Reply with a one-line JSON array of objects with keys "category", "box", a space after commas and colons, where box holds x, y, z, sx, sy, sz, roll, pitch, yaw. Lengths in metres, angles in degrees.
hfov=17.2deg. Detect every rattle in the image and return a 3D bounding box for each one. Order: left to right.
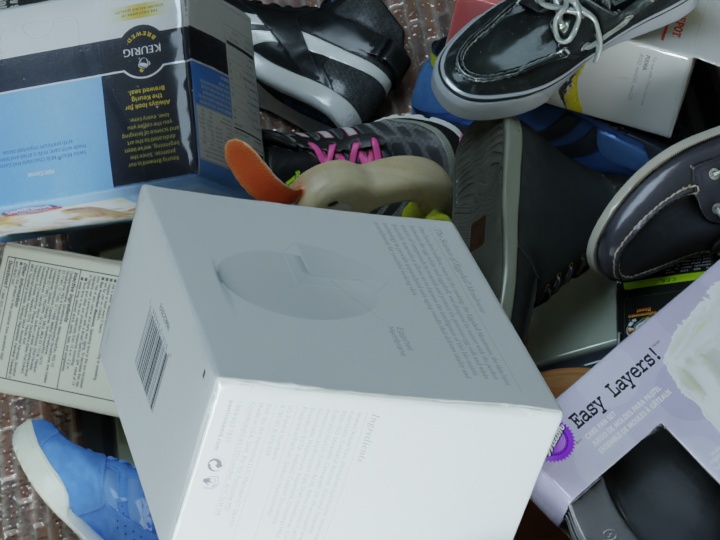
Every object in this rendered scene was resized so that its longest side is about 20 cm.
[{"category": "rattle", "box": [0.000, 0.000, 1.493, 0.130, 0.200, 0.143, -24, 67, 23]}]

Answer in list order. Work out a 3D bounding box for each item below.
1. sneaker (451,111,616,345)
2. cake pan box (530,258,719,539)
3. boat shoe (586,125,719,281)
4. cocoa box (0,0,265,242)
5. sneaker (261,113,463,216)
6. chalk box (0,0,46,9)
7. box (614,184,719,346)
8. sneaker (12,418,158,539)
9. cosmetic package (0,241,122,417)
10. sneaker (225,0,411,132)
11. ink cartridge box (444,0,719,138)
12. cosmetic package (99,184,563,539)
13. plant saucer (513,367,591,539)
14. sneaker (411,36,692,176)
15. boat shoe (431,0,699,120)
[{"category": "sneaker", "box": [0.111, 0.003, 1.484, 0.075, 0.106, 0.200, -26, 49, 51]}, {"category": "cake pan box", "box": [0.205, 0.113, 1.359, 0.200, 0.052, 0.184, -37, 73, -19]}, {"category": "boat shoe", "box": [0.232, -0.048, 1.469, 0.200, 0.073, 0.063, -31, 47, -10]}, {"category": "cocoa box", "box": [-0.177, -0.099, 1.545, 0.200, 0.133, 0.131, -8, 82, 17]}, {"category": "sneaker", "box": [-0.025, -0.063, 1.604, 0.200, 0.087, 0.074, -2, 98, 23]}, {"category": "chalk box", "box": [-0.232, -0.140, 1.722, 0.200, 0.124, 0.125, -6, 54, 15]}, {"category": "box", "box": [0.259, 0.022, 1.484, 0.200, 0.048, 0.193, -8, 57, 15]}, {"category": "sneaker", "box": [-0.130, 0.142, 1.515, 0.111, 0.077, 0.200, -42, 57, -5]}, {"category": "cosmetic package", "box": [-0.139, 0.049, 1.561, 0.200, 0.087, 0.104, 11, 86, 25]}, {"category": "sneaker", "box": [-0.049, -0.173, 1.719, 0.200, 0.073, 0.112, 32, 68, 25]}, {"category": "ink cartridge box", "box": [0.165, -0.156, 1.583, 0.200, 0.068, 0.117, 16, 36, 7]}, {"category": "cosmetic package", "box": [-0.023, 0.062, 1.335, 0.200, 0.123, 0.199, 6, 30, -21]}, {"category": "plant saucer", "box": [0.115, 0.150, 1.421, 0.200, 0.037, 0.200, -11, 63, 23]}, {"category": "sneaker", "box": [0.129, -0.091, 1.609, 0.200, 0.079, 0.066, 20, 27, 14]}, {"category": "boat shoe", "box": [0.134, -0.161, 1.485, 0.199, 0.068, 0.074, -23, 66, -12]}]
